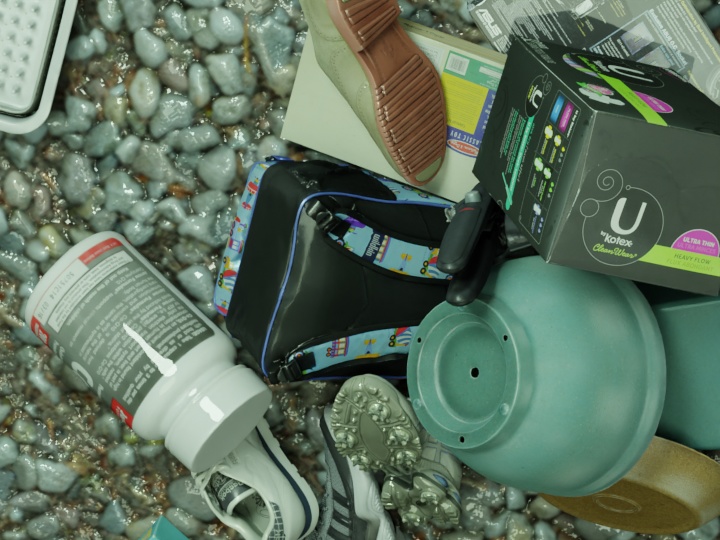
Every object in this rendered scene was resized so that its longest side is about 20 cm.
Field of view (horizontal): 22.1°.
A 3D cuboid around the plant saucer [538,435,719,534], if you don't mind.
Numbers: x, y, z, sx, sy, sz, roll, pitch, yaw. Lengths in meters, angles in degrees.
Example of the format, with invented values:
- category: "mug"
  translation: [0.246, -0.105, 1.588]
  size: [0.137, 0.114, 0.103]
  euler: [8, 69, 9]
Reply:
- category: "plant saucer"
  translation: [0.222, 0.184, 1.572]
  size: [0.200, 0.200, 0.035]
  euler: [16, 68, -1]

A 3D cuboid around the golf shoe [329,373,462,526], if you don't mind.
- category: "golf shoe"
  translation: [0.035, 0.134, 1.585]
  size: [0.078, 0.097, 0.200]
  euler: [-2, 141, 24]

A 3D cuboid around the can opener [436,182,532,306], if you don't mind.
- category: "can opener"
  translation: [0.092, -0.027, 1.445]
  size: [0.079, 0.200, 0.063]
  euler: [-19, 100, 23]

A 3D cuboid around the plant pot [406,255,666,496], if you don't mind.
- category: "plant pot"
  translation: [0.123, 0.081, 1.463]
  size: [0.200, 0.134, 0.200]
  euler: [-5, 83, 45]

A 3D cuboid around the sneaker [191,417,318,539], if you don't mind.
- category: "sneaker"
  translation: [-0.121, 0.161, 1.613]
  size: [0.200, 0.080, 0.076]
  euler: [46, 117, 16]

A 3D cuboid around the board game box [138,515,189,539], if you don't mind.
- category: "board game box"
  translation: [-0.162, 0.350, 1.716]
  size: [0.200, 0.047, 0.151]
  euler: [41, 105, -9]

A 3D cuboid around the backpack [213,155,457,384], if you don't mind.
- category: "backpack"
  translation: [0.000, 0.000, 1.551]
  size: [0.200, 0.135, 0.183]
  euler: [3, 112, -31]

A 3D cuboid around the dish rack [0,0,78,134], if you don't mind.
- category: "dish rack"
  translation: [-0.322, -0.229, 1.549]
  size: [0.172, 0.044, 0.200]
  euler: [17, 108, -2]

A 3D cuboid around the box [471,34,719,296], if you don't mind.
- category: "box"
  translation: [0.193, -0.084, 1.409]
  size: [0.148, 0.200, 0.124]
  euler: [10, 110, -18]

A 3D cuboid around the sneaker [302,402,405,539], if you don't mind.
- category: "sneaker"
  translation: [-0.029, 0.220, 1.652]
  size: [0.114, 0.075, 0.200]
  euler: [-15, 105, 9]

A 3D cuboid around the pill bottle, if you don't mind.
- category: "pill bottle"
  translation: [-0.179, 0.071, 1.562]
  size: [0.200, 0.114, 0.114]
  euler: [43, 107, 15]

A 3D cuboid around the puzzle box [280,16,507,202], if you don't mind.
- category: "puzzle box"
  translation: [0.042, -0.138, 1.533]
  size: [0.200, 0.025, 0.133]
  euler: [21, 119, 6]

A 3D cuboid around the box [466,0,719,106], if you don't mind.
- category: "box"
  translation: [0.206, -0.181, 1.524]
  size: [0.158, 0.050, 0.200]
  euler: [-33, 102, 13]

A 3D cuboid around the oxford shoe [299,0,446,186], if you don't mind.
- category: "oxford shoe"
  translation: [0.011, -0.160, 1.492]
  size: [0.071, 0.074, 0.200]
  euler: [-38, 119, -31]

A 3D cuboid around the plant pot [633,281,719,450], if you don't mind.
- category: "plant pot"
  translation: [0.261, 0.068, 1.557]
  size: [0.200, 0.141, 0.141]
  euler: [-8, 107, 17]
